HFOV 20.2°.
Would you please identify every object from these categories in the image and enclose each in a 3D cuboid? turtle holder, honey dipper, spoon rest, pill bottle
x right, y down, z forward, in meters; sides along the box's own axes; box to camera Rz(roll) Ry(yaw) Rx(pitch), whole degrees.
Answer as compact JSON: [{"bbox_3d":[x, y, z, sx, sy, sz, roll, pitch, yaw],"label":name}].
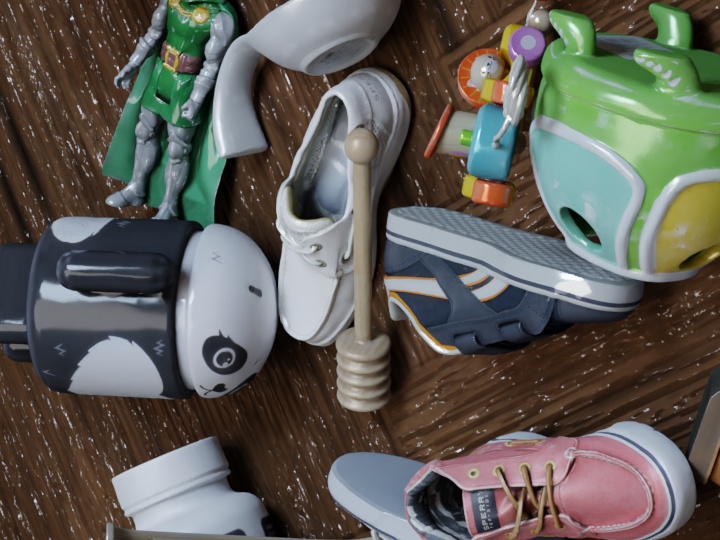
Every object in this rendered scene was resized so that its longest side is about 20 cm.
[{"bbox_3d":[0.179,-0.063,1.112,0.184,0.141,0.133,18,111,22],"label":"turtle holder"},{"bbox_3d":[0.000,0.000,1.309,0.038,0.038,0.202,23,130,34],"label":"honey dipper"},{"bbox_3d":[-0.045,-0.143,1.318,0.200,0.099,0.061,-40,69,51],"label":"spoon rest"},{"bbox_3d":[-0.103,0.226,1.435,0.111,0.111,0.202,-26,83,41],"label":"pill bottle"}]

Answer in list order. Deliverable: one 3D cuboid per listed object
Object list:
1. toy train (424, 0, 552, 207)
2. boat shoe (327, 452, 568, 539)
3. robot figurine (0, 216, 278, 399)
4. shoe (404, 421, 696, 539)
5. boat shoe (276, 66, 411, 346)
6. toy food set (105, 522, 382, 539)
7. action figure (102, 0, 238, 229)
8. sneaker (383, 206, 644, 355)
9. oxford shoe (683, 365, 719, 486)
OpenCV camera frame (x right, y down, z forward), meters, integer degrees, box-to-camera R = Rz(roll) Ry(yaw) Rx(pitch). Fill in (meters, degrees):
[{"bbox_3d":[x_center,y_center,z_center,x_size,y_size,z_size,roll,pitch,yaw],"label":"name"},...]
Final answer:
[{"bbox_3d":[0.079,-0.131,1.162,0.055,0.201,0.151,11,136,7],"label":"toy train"},{"bbox_3d":[0.061,0.192,1.321,0.201,0.074,0.087,22,118,24],"label":"boat shoe"},{"bbox_3d":[-0.155,0.028,1.394,0.198,0.150,0.126,2,109,10],"label":"robot figurine"},{"bbox_3d":[0.108,0.137,1.209,0.199,0.090,0.072,-5,101,60],"label":"shoe"},{"bbox_3d":[-0.027,-0.038,1.335,0.070,0.069,0.202,29,118,30],"label":"boat shoe"},{"bbox_3d":[-0.078,0.244,1.344,0.060,0.198,0.145,147,126,-64],"label":"toy food set"},{"bbox_3d":[-0.128,-0.128,1.411,0.118,0.055,0.202,29,118,26],"label":"action figure"},{"bbox_3d":[0.092,0.017,1.243,0.199,0.078,0.080,19,107,48],"label":"sneaker"},{"bbox_3d":[0.243,0.037,1.138,0.071,0.071,0.202,18,116,8],"label":"oxford shoe"}]
